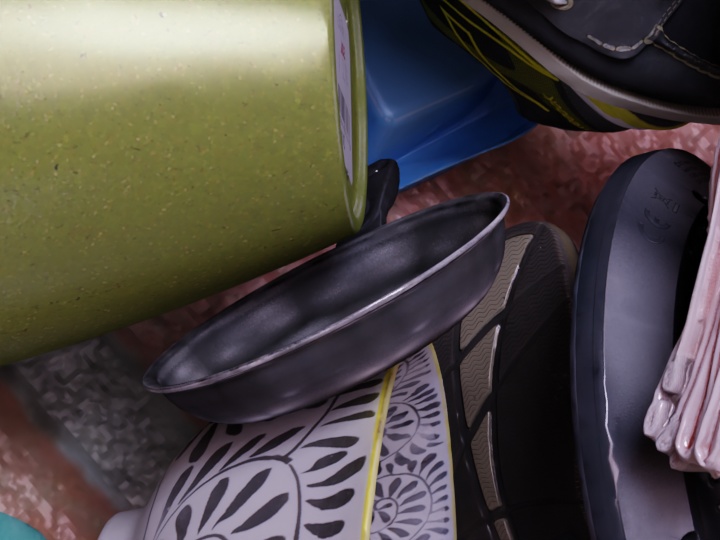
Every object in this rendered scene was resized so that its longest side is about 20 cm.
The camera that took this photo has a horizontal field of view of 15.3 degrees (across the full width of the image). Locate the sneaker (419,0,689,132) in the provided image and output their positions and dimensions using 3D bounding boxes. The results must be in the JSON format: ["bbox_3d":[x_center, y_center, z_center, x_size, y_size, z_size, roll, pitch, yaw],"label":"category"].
[{"bbox_3d":[0.032,-0.119,0.865,0.074,0.085,0.200,-40,97,-27],"label":"sneaker"}]

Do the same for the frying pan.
[{"bbox_3d":[-0.015,0.008,0.784,0.115,0.190,0.031,-28,99,-9],"label":"frying pan"}]

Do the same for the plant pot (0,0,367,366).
[{"bbox_3d":[-0.101,-0.051,0.776,0.199,0.187,0.188,-3,71,5],"label":"plant pot"}]

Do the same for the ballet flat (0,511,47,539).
[{"bbox_3d":[-0.099,0.162,0.798,0.067,0.070,0.201,0,71,-18],"label":"ballet flat"}]

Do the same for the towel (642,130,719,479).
[{"bbox_3d":[0.151,-0.026,0.817,0.032,0.200,0.192,12,88,30],"label":"towel"}]

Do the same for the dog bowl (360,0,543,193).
[{"bbox_3d":[-0.021,-0.066,0.914,0.199,0.050,0.112,-25,80,-23],"label":"dog bowl"}]

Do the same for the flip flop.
[{"bbox_3d":[0.074,0.083,0.882,0.057,0.081,0.201,-1,67,-48],"label":"flip flop"}]

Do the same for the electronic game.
[{"bbox_3d":[0.113,0.060,0.853,0.041,0.200,0.201,-11,68,27],"label":"electronic game"}]

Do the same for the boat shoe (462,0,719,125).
[{"bbox_3d":[0.076,-0.097,0.796,0.199,0.068,0.072,25,72,-29],"label":"boat shoe"}]

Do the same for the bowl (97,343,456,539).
[{"bbox_3d":[-0.029,0.117,0.791,0.094,0.201,0.202,0,69,9],"label":"bowl"}]
